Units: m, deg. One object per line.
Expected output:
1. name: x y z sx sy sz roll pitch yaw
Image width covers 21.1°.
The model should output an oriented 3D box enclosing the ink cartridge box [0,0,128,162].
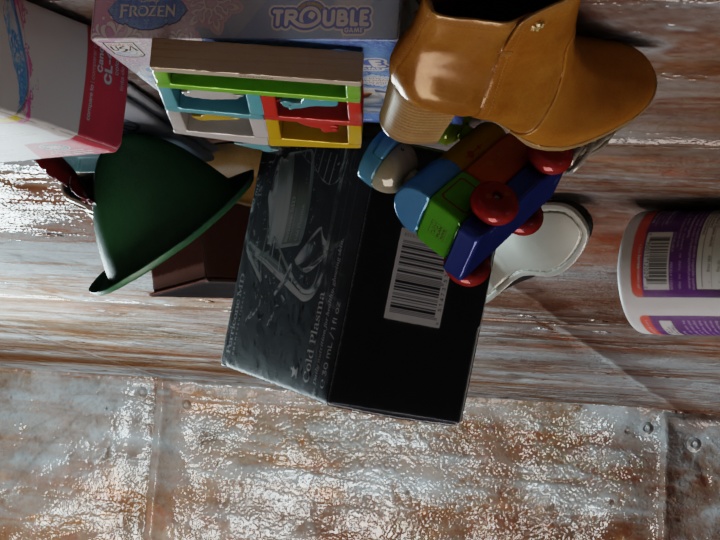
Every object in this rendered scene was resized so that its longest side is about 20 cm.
1. ink cartridge box: -0.273 -0.136 1.291 0.147 0.086 0.199 0 168 35

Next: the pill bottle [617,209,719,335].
1. pill bottle: 0.336 0.001 1.688 0.199 0.112 0.111 0 170 32

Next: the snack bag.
1. snack bag: -0.239 -0.120 1.570 0.198 0.022 0.188 2 169 20

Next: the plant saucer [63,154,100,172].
1. plant saucer: -0.252 -0.110 1.525 0.069 0.019 0.200 0 168 27

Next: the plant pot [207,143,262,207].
1. plant pot: -0.056 -0.077 1.711 0.198 0.028 0.200 6 171 1

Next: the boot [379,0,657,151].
1. boot: 0.113 -0.133 1.151 0.200 0.071 0.144 -10 157 -21

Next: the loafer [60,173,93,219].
1. loafer: -0.212 -0.070 1.730 0.062 0.073 0.200 18 169 -26

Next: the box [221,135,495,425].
1. box: 0.000 0.000 1.495 0.123 0.202 0.196 11 -179 -27

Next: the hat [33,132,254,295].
1. hat: -0.197 -0.095 1.534 0.177 0.165 0.200 53 170 -11

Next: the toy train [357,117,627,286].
1. toy train: 0.095 -0.088 1.384 0.115 0.200 0.085 38 141 13

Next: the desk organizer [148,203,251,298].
1. desk organizer: -0.112 -0.018 1.819 0.071 0.078 0.199 -14 170 35

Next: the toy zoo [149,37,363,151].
1. toy zoo: -0.062 -0.109 1.251 0.130 0.021 0.200 4 170 1

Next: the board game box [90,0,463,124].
1. board game box: -0.047 -0.140 1.260 0.198 0.044 0.199 2 169 15

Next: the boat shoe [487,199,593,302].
1. boat shoe: 0.157 -0.025 1.794 0.060 0.074 0.200 -37 179 -35
